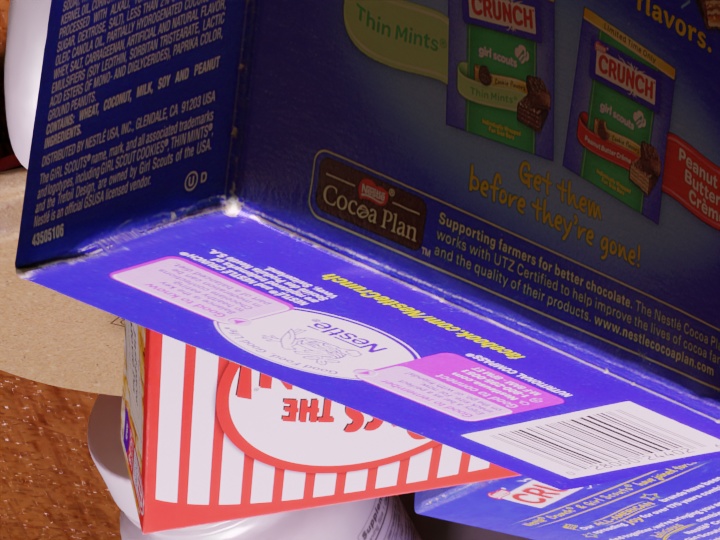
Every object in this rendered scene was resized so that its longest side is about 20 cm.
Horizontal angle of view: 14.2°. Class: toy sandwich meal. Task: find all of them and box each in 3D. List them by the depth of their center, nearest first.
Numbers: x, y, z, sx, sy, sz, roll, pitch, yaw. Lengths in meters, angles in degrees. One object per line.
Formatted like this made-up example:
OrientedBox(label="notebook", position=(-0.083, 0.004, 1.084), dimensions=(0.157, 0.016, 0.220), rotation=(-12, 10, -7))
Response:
OrientedBox(label="toy sandwich meal", position=(-0.071, -0.012, 1.036), dimensions=(0.204, 0.071, 0.205), rotation=(1, 157, 1))

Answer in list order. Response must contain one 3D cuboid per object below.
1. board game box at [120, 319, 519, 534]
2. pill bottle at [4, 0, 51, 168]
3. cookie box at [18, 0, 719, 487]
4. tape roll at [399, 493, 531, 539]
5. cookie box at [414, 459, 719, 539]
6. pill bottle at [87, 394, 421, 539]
OrientedBox(label="board game box", position=(0.000, 0.000, 0.938), dimensions=(0.151, 0.046, 0.200), rotation=(-9, 141, -12))
OrientedBox(label="pill bottle", position=(0.007, -0.073, 0.797), dimensions=(0.199, 0.109, 0.109), rotation=(5, 159, -2))
OrientedBox(label="cookie box", position=(0.021, -0.073, 0.641), dimensions=(0.171, 0.201, 0.075), rotation=(23, 153, -39))
OrientedBox(label="tape roll", position=(-0.002, 0.141, 1.425), dimensions=(0.199, 0.066, 0.200), rotation=(3, 159, 1))
OrientedBox(label="cookie box", position=(0.150, 0.068, 1.186), dimensions=(0.199, 0.076, 0.171), rotation=(15, 157, -27))
OrientedBox(label="pill bottle", position=(-0.034, 0.122, 1.235), dimensions=(0.113, 0.114, 0.200), rotation=(-6, 132, 25))
